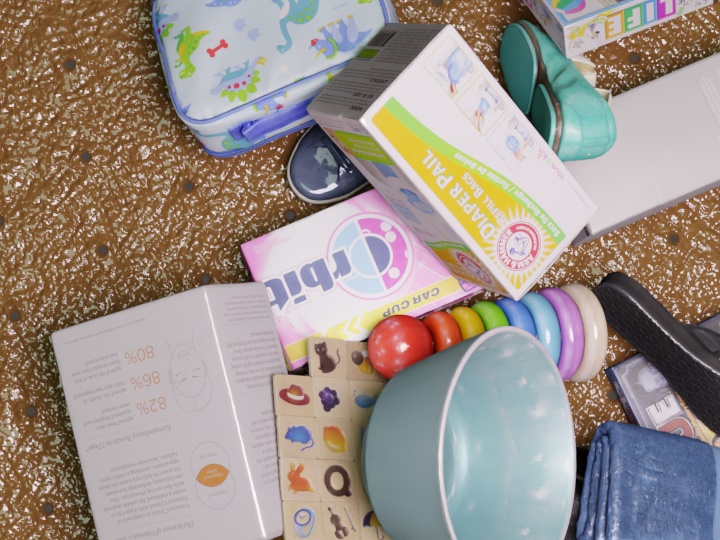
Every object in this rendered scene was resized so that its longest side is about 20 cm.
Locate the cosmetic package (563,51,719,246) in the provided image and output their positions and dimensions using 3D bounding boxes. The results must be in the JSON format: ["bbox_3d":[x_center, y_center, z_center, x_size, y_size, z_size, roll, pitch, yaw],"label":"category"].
[{"bbox_3d":[0.259,-0.108,1.275,0.199,0.090,0.107,-21,84,-3],"label":"cosmetic package"}]

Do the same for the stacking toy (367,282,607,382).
[{"bbox_3d":[0.101,0.061,1.219,0.199,0.085,0.086,-5,84,-21],"label":"stacking toy"}]

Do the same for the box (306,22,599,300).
[{"bbox_3d":[0.073,-0.085,1.144,0.101,0.112,0.200,-47,114,-10],"label":"box"}]

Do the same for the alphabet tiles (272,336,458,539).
[{"bbox_3d":[0.008,0.153,1.179,0.166,0.006,0.201,6,68,-29],"label":"alphabet tiles"}]

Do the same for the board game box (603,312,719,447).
[{"bbox_3d":[0.316,0.146,1.273,0.135,0.035,0.201,-26,86,-6],"label":"board game box"}]

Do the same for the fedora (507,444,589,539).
[{"bbox_3d":[0.147,0.233,1.222,0.200,0.092,0.202,0,83,-4],"label":"fedora"}]

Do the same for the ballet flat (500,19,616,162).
[{"bbox_3d":[0.168,-0.146,1.216,0.070,0.200,0.068,4,122,-11],"label":"ballet flat"}]

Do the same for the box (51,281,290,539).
[{"bbox_3d":[-0.139,0.125,1.183,0.152,0.106,0.201,-16,85,23],"label":"box"}]

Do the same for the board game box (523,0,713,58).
[{"bbox_3d":[0.193,-0.272,1.256,0.134,0.034,0.200,-21,47,-6],"label":"board game box"}]

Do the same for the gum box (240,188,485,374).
[{"bbox_3d":[0.000,0.000,1.253,0.199,0.066,0.114,-23,85,-6],"label":"gum box"}]

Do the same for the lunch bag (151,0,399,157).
[{"bbox_3d":[-0.068,-0.191,1.230,0.199,0.082,0.161,-23,62,7],"label":"lunch bag"}]

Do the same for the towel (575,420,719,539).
[{"bbox_3d":[0.277,0.193,1.196,0.199,0.049,0.112,15,70,-16],"label":"towel"}]

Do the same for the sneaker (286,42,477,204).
[{"bbox_3d":[0.019,-0.135,1.261,0.200,0.085,0.075,-41,87,-7],"label":"sneaker"}]

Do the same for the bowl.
[{"bbox_3d":[0.074,0.144,1.131,0.105,0.200,0.202,-4,82,35],"label":"bowl"}]

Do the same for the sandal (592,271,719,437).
[{"bbox_3d":[0.282,0.070,1.229,0.200,0.075,0.048,46,65,2],"label":"sandal"}]
